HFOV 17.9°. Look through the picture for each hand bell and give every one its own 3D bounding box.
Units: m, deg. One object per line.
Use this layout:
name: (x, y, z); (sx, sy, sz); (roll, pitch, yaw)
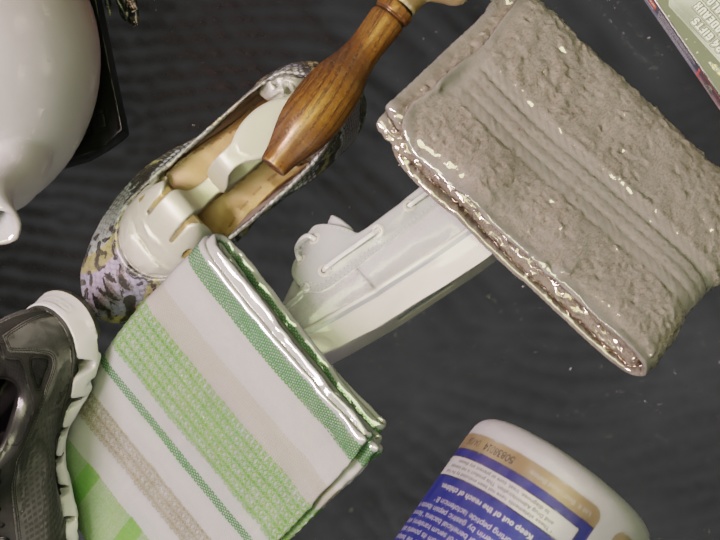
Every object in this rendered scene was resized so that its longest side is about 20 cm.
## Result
hand bell: (0.012, -0.135, 1.231); (0.104, 0.104, 0.200); (38, 82, 6)

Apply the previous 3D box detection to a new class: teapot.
teapot: (-0.247, -0.119, 1.239); (0.198, 0.146, 0.199); (4, 92, 19)

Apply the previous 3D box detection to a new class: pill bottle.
pill bottle: (0.054, 0.189, 1.207); (0.115, 0.116, 0.201); (35, 79, 6)

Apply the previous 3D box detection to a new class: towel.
towel: (0.116, -0.052, 1.241); (0.200, 0.035, 0.133); (42, 62, 5)
towel: (-0.087, 0.095, 1.245); (0.149, 0.031, 0.200); (50, 124, 12)

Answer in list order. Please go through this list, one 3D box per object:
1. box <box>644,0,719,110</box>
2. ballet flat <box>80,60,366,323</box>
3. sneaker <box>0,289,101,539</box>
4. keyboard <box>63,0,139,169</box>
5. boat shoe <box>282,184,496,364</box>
box: (0.262, -0.115, 1.253); (0.136, 0.040, 0.201); (-34, 85, 3)
ballet flat: (-0.083, -0.047, 1.273); (0.200, 0.072, 0.072); (-41, 84, 3)
sneaker: (-0.197, 0.111, 1.247); (0.066, 0.090, 0.202); (22, 112, 32)
keyboard: (-0.164, -0.162, 1.311); (0.103, 0.040, 0.202); (-13, 87, 29)
boat shoe: (0.000, 0.000, 1.261); (0.199, 0.072, 0.069); (-33, 82, 4)
